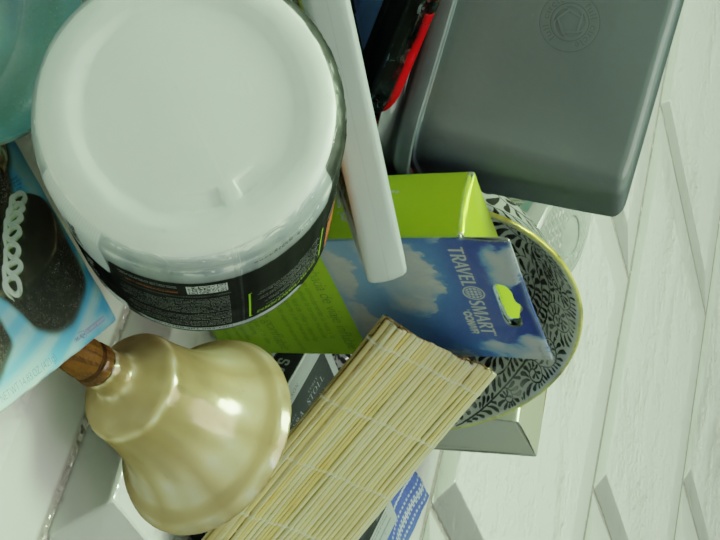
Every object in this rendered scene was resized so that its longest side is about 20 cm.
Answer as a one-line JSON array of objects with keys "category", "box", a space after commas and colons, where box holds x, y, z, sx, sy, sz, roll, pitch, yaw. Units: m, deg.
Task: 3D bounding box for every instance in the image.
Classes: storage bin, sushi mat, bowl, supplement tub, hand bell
[{"category": "storage bin", "box": [0.101, -0.123, 0.887, 0.146, 0.133, 0.202, 48, 60, -79]}, {"category": "sushi mat", "box": [-0.015, 0.115, 0.895, 0.095, 0.012, 0.201, 24, 112, -42]}, {"category": "bowl", "box": [0.038, 0.002, 1.018, 0.095, 0.198, 0.202, -88, 164, -46]}, {"category": "supplement tub", "box": [-0.070, -0.042, 0.696, 0.200, 0.121, 0.124, 108, -12, -78]}, {"category": "hand bell", "box": [-0.129, 0.040, 0.746, 0.200, 0.103, 0.105, 41, 53, -47]}]

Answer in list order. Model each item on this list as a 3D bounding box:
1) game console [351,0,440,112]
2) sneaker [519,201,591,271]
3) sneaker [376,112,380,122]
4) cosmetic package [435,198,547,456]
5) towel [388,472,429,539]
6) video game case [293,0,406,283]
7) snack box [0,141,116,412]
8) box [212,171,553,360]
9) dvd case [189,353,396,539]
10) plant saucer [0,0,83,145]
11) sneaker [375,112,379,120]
[{"category": "game console", "box": [-0.013, -0.204, 0.817, 0.201, 0.118, 0.174, -96, -153, -62]}, {"category": "sneaker", "box": [0.083, -0.012, 1.183, 0.201, 0.117, 0.074, -49, 136, -31]}, {"category": "sneaker", "box": [0.044, -0.147, 0.974, 0.116, 0.078, 0.201, -54, 126, -40]}, {"category": "cosmetic package", "box": [0.098, 0.036, 1.265, 0.073, 0.102, 0.202, 56, 42, -57]}, {"category": "towel", "box": [0.005, 0.157, 1.143, 0.201, 0.024, 0.146, 70, 31, -43]}, {"category": "video game case", "box": [-0.023, -0.124, 0.772, 0.183, 0.023, 0.202, -109, -175, -54]}, {"category": "snack box", "box": [-0.177, 0.012, 0.596, 0.117, 0.037, 0.200, 61, 29, -10]}, {"category": "box", "box": [0.000, 0.000, 0.878, 0.122, 0.198, 0.048, 62, 34, -52]}, {"category": "dvd case", "box": [-0.038, 0.154, 1.002, 0.151, 0.024, 0.201, -60, 147, -34]}, {"category": "plant saucer", "box": [-0.174, -0.144, 0.620, 0.200, 0.027, 0.202, 38, 46, -56]}, {"category": "sneaker", "box": [0.002, -0.067, 1.076, 0.079, 0.074, 0.201, -82, 167, -45]}]
